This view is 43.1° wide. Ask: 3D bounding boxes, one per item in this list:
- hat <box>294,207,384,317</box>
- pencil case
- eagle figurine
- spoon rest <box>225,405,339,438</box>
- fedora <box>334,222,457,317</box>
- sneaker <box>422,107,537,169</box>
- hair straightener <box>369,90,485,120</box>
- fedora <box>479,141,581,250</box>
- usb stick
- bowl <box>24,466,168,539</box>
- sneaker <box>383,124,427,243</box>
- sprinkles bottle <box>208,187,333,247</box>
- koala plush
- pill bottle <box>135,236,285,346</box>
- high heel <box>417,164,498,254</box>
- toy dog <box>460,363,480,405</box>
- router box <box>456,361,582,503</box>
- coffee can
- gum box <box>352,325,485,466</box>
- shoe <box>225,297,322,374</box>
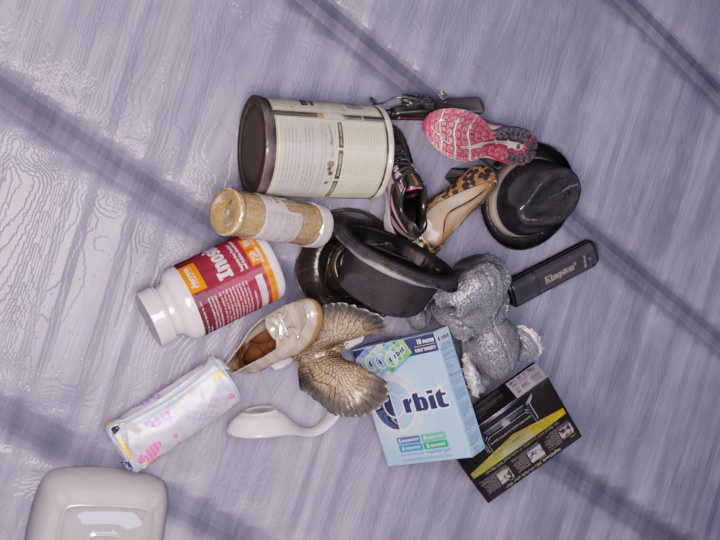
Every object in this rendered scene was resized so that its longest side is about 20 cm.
[{"bbox_3d":[0.000,0.000,1.447,0.200,0.081,0.202,-3,96,-25],"label":"hat"},{"bbox_3d":[-0.277,0.208,1.345,0.199,0.083,0.091,-32,129,-18],"label":"pencil case"},{"bbox_3d":[-0.044,0.121,1.375,0.152,0.200,0.151,43,79,-22],"label":"eagle figurine"},{"bbox_3d":[-0.114,0.236,1.421,0.199,0.099,0.061,-9,97,-33],"label":"spoon rest"},{"bbox_3d":[0.041,0.009,1.344,0.200,0.201,0.092,18,108,-24],"label":"fedora"},{"bbox_3d":[0.189,-0.214,1.497,0.199,0.075,0.081,12,99,-23],"label":"sneaker"},{"bbox_3d":[0.112,-0.273,1.474,0.199,0.077,0.041,3,61,-18],"label":"hair straightener"},{"bbox_3d":[0.305,-0.127,1.560,0.200,0.092,0.202,-2,96,-23],"label":"fedora"},{"bbox_3d":[0.340,0.004,1.624,0.199,0.033,0.056,-25,104,-20],"label":"usb stick"},{"bbox_3d":[-0.381,0.394,1.327,0.199,0.075,0.201,10,91,-23],"label":"bowl"},{"bbox_3d":[0.072,-0.141,1.446,0.080,0.086,0.201,-14,85,-24],"label":"sneaker"},{"bbox_3d":[-0.124,-0.074,1.313,0.200,0.068,0.069,6,94,-53],"label":"sprinkles bottle"},{"bbox_3d":[0.193,0.090,1.466,0.177,0.184,0.201,-27,95,-21],"label":"koala plush"},{"bbox_3d":[-0.220,0.029,1.335,0.199,0.113,0.113,-27,106,-19],"label":"pill bottle"},{"bbox_3d":[0.144,-0.083,1.467,0.071,0.142,0.201,31,83,-23],"label":"high heel"},{"bbox_3d":[0.192,0.239,1.547,0.132,0.096,0.200,-40,109,-8],"label":"toy dog"},{"bbox_3d":[0.250,0.271,1.514,0.200,0.052,0.158,-34,121,-1],"label":"router box"},{"bbox_3d":[-0.069,-0.180,1.361,0.199,0.146,0.147,0,96,-24],"label":"coffee can"},{"bbox_3d":[0.089,0.202,1.443,0.044,0.169,0.201,-18,92,-51],"label":"gum box"},{"bbox_3d":[-0.129,0.104,1.345,0.053,0.200,0.070,-8,67,-49],"label":"shoe"}]
